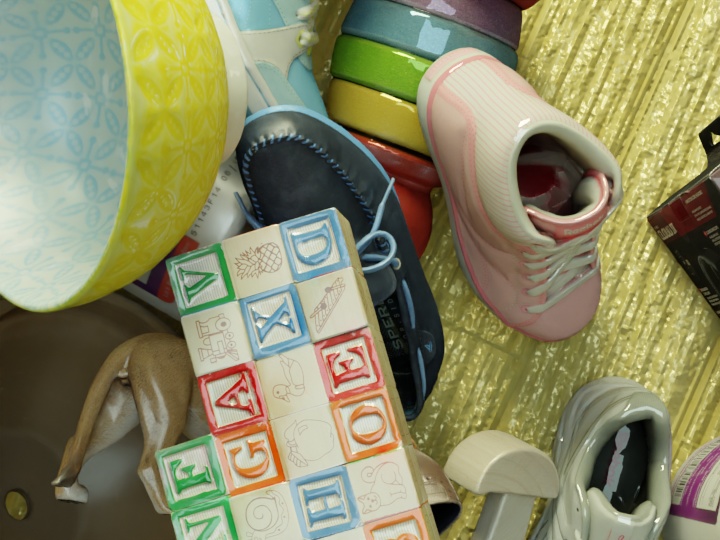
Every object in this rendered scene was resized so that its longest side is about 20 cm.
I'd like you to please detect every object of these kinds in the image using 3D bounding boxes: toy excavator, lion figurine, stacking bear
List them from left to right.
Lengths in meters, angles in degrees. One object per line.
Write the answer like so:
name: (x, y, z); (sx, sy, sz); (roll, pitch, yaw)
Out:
lion figurine: (-0.077, 0.072, 0.796); (0.072, 0.199, 0.124); (-2, 75, 38)
stacking bear: (0.025, -0.092, 0.857); (0.120, 0.114, 0.202); (22, 95, 22)
toy excavator: (0.026, 0.205, 0.825); (0.198, 0.100, 0.197); (-19, 110, -26)

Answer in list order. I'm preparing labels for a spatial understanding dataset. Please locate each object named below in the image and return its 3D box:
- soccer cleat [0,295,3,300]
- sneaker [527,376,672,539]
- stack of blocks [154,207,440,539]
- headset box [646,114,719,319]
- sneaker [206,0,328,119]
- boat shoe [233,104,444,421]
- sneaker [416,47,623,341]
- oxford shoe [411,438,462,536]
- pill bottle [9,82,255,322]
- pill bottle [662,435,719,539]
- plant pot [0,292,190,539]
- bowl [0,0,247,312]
soccer cleat: (-0.276, -0.042, 0.864); (0.078, 0.069, 0.200); (-44, 89, -3)
sneaker: (0.130, 0.156, 0.834); (0.077, 0.099, 0.202); (10, 83, 0)
stack of blocks: (-0.035, 0.085, 0.713); (0.114, 0.059, 0.202); (-16, 83, 5)
headset box: (0.248, 0.003, 0.831); (0.077, 0.149, 0.201); (-34, 85, -6)
sneaker: (-0.029, -0.160, 0.789); (0.130, 0.080, 0.202); (-26, 103, 2)
boat shoe: (0.000, 0.000, 0.793); (0.083, 0.069, 0.200); (-22, 128, 22)
sneaker: (0.099, -0.019, 0.806); (0.075, 0.105, 0.201); (-35, 127, -10)
oxford shoe: (-0.032, 0.165, 0.759); (0.200, 0.071, 0.073); (-46, 44, -7)
pill bottle: (-0.150, -0.064, 0.846); (0.199, 0.111, 0.112); (30, 84, 1)
pill bottle: (0.233, 0.138, 0.788); (0.111, 0.200, 0.114); (0, 84, -1)
plant pot: (-0.165, 0.116, 0.814); (0.092, 0.200, 0.203); (-25, 83, 39)
bowl: (-0.119, -0.085, 0.723); (0.107, 0.199, 0.202); (-8, 82, -39)
